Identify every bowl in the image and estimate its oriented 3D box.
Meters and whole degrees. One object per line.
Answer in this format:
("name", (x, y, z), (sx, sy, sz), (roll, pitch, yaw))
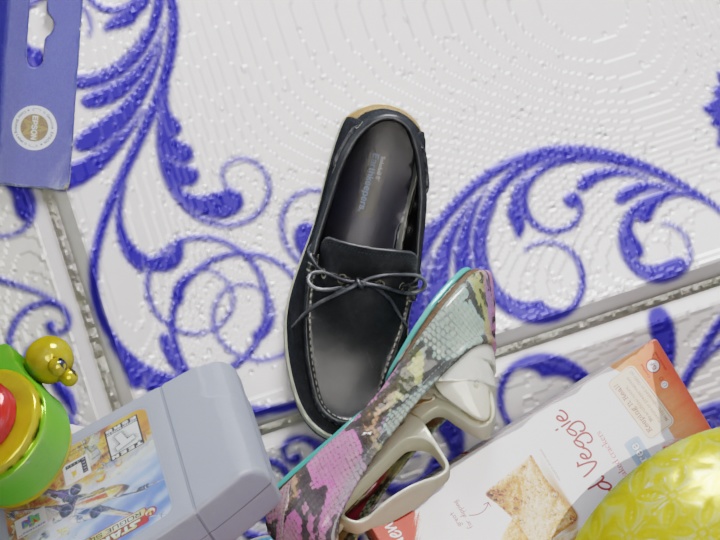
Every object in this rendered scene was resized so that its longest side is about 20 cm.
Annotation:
("bowl", (0.217, 0.195, 1.452), (0.200, 0.108, 0.200), (-8, 115, -18))

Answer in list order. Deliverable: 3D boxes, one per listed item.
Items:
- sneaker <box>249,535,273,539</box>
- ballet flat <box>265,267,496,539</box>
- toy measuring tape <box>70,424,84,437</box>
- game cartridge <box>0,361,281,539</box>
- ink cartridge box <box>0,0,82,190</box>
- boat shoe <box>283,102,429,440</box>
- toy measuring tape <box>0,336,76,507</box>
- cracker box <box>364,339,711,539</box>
("sneaker", (-0.084, 0.190, 1.483), (0.200, 0.090, 0.079), (-5, 85, -6))
("ballet flat", (0.030, 0.088, 1.485), (0.071, 0.069, 0.200), (32, 69, 26))
("toy measuring tape", (-0.213, 0.050, 1.502), (0.200, 0.074, 0.074), (12, 83, -12))
("game cartridge", (-0.143, 0.136, 1.451), (0.200, 0.133, 0.042), (-29, 118, 3))
("ink cartridge box", (-0.261, -0.150, 1.529), (0.200, 0.041, 0.200), (3, 84, -4))
("boat shoe", (0.000, 0.000, 1.523), (0.074, 0.062, 0.200), (11, 86, -6))
("toy measuring tape", (-0.215, 0.122, 1.431), (0.074, 0.074, 0.200), (36, 80, 0))
("cracker box", (0.117, 0.148, 1.520), (0.200, 0.058, 0.134), (-32, 87, -6))
